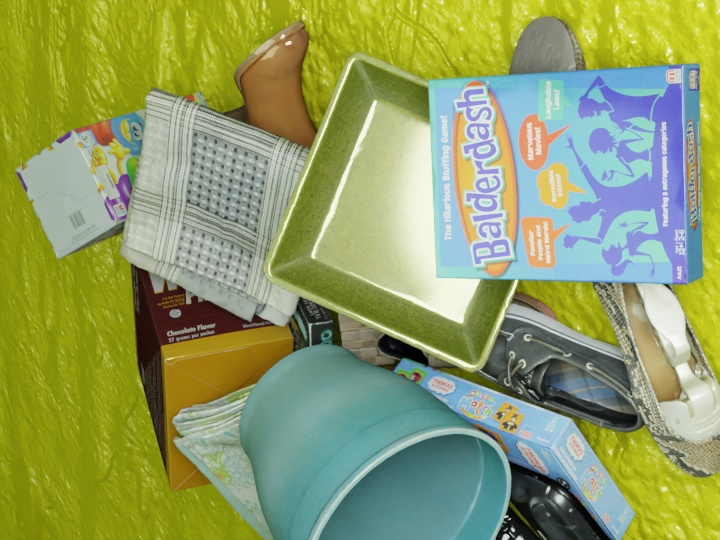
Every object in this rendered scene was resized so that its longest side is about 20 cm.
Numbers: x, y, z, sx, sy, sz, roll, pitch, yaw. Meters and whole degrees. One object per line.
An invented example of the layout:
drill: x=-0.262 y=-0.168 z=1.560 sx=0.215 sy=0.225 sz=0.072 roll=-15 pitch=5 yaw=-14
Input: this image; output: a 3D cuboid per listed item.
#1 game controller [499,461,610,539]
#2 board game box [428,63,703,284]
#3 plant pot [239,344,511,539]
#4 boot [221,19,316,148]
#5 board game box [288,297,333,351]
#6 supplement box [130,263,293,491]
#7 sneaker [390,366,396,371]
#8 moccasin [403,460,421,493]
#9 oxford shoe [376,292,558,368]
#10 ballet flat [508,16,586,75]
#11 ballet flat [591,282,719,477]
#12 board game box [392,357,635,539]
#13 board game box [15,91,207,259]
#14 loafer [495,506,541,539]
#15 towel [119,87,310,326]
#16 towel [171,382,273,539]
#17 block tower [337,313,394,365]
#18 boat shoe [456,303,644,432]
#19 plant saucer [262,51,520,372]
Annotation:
game controller: x=0.189 y=0.238 z=1.139 sx=0.200 sy=0.042 sz=0.104 roll=52 pitch=170 yaw=-27
board game box: x=0.148 y=-0.070 z=0.968 sx=0.198 sy=0.045 sz=0.154 roll=1 pitch=98 yaw=31
plant pot: x=-0.006 y=0.165 z=1.120 sx=0.188 sy=0.198 sz=0.202 roll=44 pitch=142 yaw=45
boot: x=-0.057 y=-0.131 z=1.269 sx=0.155 sy=0.073 sz=0.200 roll=49 pitch=143 yaw=10
board game box: x=-0.069 y=0.051 z=1.356 sx=0.201 sy=0.028 sz=0.136 roll=-119 pitch=26 yaw=-51
supplement box: x=-0.163 y=0.085 z=1.411 sx=0.201 sy=0.131 sz=0.199 roll=-116 pitch=23 yaw=-45
sneaker: x=0.003 y=0.175 z=1.363 sx=0.089 sy=0.081 sz=0.200 roll=59 pitch=146 yaw=9
moccasin: x=0.051 y=0.205 z=1.233 sx=0.077 sy=0.073 sz=0.203 roll=-32 pitch=66 yaw=36
oxford shoe: x=0.095 y=0.065 z=1.179 sx=0.199 sy=0.074 sz=0.071 roll=-9 pitch=101 yaw=53
ballet flat: x=0.155 y=-0.094 z=1.017 sx=0.067 sy=0.046 sz=0.202 roll=-3 pitch=96 yaw=44
ballet flat: x=0.234 y=0.067 z=0.999 sx=0.202 sy=0.067 sz=0.075 roll=66 pitch=169 yaw=0
board game box: x=0.131 y=0.158 z=1.170 sx=0.199 sy=0.037 sz=0.152 roll=18 pitch=154 yaw=46
board game box: x=-0.239 y=-0.103 z=1.380 sx=0.104 sy=0.199 sz=0.104 roll=-25 pitch=92 yaw=37
loafer: x=0.162 y=0.288 z=1.253 sx=0.201 sy=0.068 sz=0.070 roll=49 pitch=177 yaw=16
towel: x=-0.131 y=-0.051 z=1.229 sx=0.191 sy=0.035 sz=0.201 roll=22 pitch=126 yaw=8
towel: x=-0.069 y=0.189 z=1.301 sx=0.170 sy=0.048 sz=0.200 roll=-21 pitch=124 yaw=30
block tower: x=0.000 y=0.000 z=1.263 sx=0.054 sy=0.057 sz=0.202 roll=-98 pitch=4 yaw=-63
boat shoe: x=0.151 y=0.079 z=1.080 sx=0.198 sy=0.057 sz=0.069 roll=16 pitch=121 yaw=23
plant saucer: x=0.047 y=-0.048 z=1.081 sx=0.198 sy=0.048 sz=0.202 roll=23 pitch=95 yaw=6
